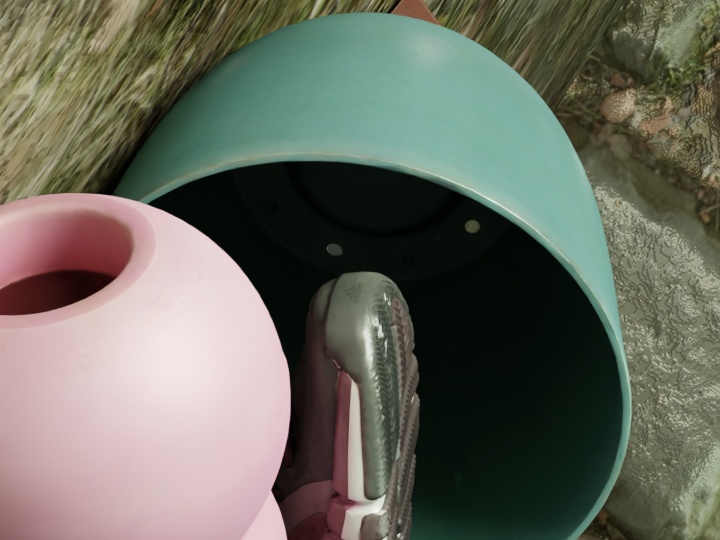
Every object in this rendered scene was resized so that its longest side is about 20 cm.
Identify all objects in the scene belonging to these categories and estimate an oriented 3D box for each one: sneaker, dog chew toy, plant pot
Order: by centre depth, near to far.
[{"bbox_3d":[-0.076,0.079,0.650,0.125,0.124,0.201,-51,143,-47],"label":"dog chew toy"},{"bbox_3d":[-0.042,0.084,0.732,0.076,0.115,0.201,-75,168,-53],"label":"sneaker"},{"bbox_3d":[0.000,0.000,0.809,0.161,0.200,0.201,-79,-165,-55],"label":"plant pot"}]

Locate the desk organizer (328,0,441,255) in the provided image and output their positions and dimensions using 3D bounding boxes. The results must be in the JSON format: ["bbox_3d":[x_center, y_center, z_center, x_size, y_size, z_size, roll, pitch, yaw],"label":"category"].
[{"bbox_3d":[0.004,-0.048,1.196,0.200,0.072,0.077,-61,176,39],"label":"desk organizer"}]
